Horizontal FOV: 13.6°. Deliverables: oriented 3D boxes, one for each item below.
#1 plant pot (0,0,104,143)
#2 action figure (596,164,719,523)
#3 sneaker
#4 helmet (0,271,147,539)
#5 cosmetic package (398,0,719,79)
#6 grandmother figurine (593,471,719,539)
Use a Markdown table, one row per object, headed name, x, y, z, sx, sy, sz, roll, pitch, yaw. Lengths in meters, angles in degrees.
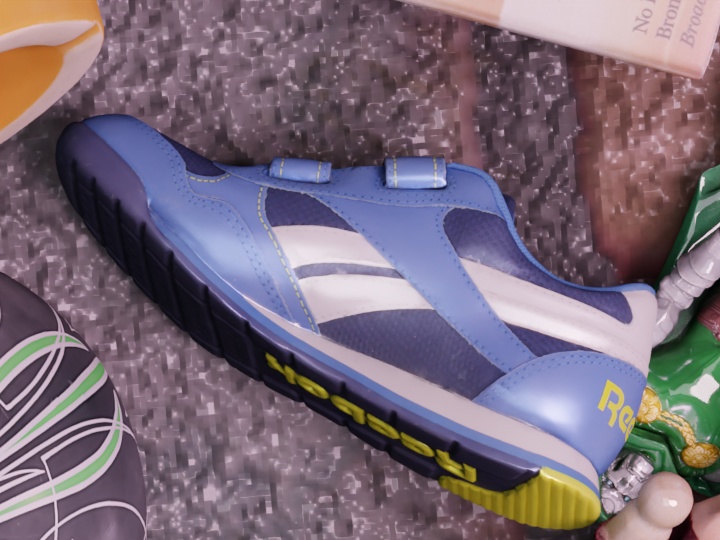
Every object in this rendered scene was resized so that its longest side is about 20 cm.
| name | x | y | z | sx | sy | sz | roll | pitch | yaw |
| --- | --- | --- | --- | --- | --- | --- | --- | --- | --- |
| plant pot | -0.167 | -0.112 | 0.822 | 0.200 | 0.200 | 0.184 | -29 | 82 | 2 |
| action figure | 0.136 | 0.002 | 0.935 | 0.118 | 0.055 | 0.200 | 40 | 98 | -8 |
| sneaker | 0.000 | 0.000 | 0.919 | 0.199 | 0.074 | 0.082 | 30 | 76 | 6 |
| helmet | -0.159 | 0.083 | 0.875 | 0.190 | 0.200 | 0.201 | -30 | 96 | 19 |
| cosmetic package | 0.016 | -0.131 | 0.899 | 0.199 | 0.087 | 0.104 | 13 | 97 | -2 |
| grandmother figurine | 0.113 | 0.088 | 0.918 | 0.200 | 0.061 | 0.121 | -40 | 136 | 19 |
